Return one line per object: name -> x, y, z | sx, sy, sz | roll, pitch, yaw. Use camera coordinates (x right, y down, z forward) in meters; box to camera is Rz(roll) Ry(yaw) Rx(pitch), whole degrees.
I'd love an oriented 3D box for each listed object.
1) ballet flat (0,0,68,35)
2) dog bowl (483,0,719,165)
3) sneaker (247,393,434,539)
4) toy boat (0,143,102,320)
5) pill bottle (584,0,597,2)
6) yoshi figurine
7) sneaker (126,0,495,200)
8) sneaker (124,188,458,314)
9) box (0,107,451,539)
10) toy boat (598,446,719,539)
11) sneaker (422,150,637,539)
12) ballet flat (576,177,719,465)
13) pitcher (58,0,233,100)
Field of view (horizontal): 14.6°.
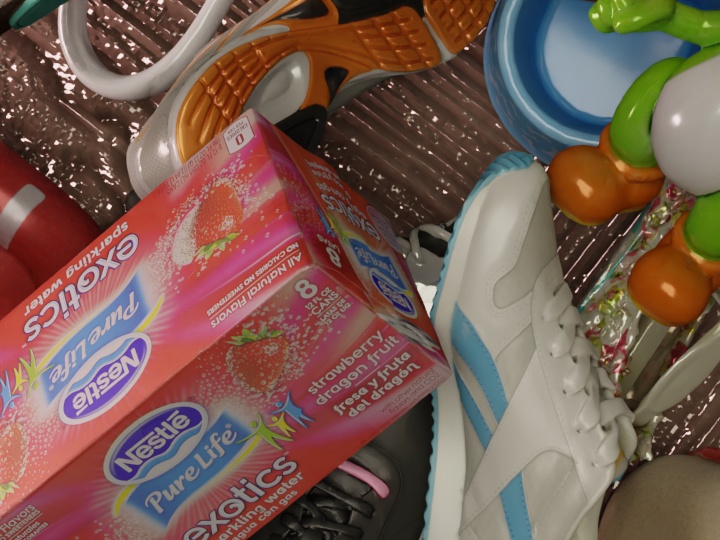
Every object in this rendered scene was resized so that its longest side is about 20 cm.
ballet flat -> -0.166, -0.115, 1.157 | 0.200, 0.068, 0.067 | -38, 86, -6
dog bowl -> 0.124, -0.137, 1.221 | 0.111, 0.050, 0.201 | 24, 93, 7
sneaker -> -0.022, 0.122, 1.149 | 0.070, 0.099, 0.201 | 27, 92, 7
toy boat -> -0.198, -0.001, 1.213 | 0.200, 0.131, 0.131 | 37, 94, 6
pill bottle -> 0.093, -0.169, 1.099 | 0.111, 0.200, 0.113 | 0, 89, 8
yoshi figurine -> 0.147, -0.069, 1.079 | 0.112, 0.112, 0.200 | 21, 131, -20
sneaker -> -0.027, -0.094, 1.210 | 0.200, 0.092, 0.076 | -39, 104, -32
sneaker -> 0.000, 0.000, 1.234 | 0.200, 0.076, 0.116 | 39, 85, 0
box -> -0.075, 0.047, 1.121 | 0.200, 0.095, 0.100 | -39, 42, 16
toy boat -> 0.164, 0.181, 1.191 | 0.130, 0.130, 0.201 | 12, 91, -22
sneaker -> 0.072, 0.050, 1.149 | 0.080, 0.077, 0.201 | 6, 109, 18
ballet flat -> 0.145, -0.002, 1.199 | 0.064, 0.075, 0.201 | 34, 96, 38
pitcher -> -0.063, -0.181, 1.215 | 0.199, 0.121, 0.173 | -22, 89, 16
